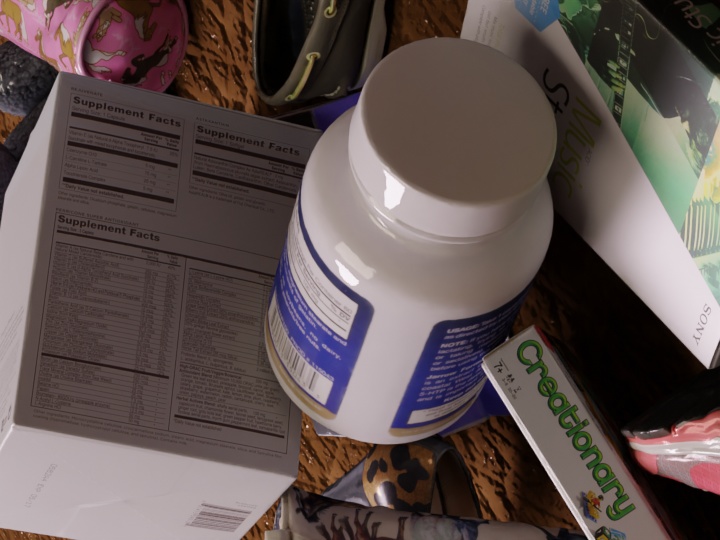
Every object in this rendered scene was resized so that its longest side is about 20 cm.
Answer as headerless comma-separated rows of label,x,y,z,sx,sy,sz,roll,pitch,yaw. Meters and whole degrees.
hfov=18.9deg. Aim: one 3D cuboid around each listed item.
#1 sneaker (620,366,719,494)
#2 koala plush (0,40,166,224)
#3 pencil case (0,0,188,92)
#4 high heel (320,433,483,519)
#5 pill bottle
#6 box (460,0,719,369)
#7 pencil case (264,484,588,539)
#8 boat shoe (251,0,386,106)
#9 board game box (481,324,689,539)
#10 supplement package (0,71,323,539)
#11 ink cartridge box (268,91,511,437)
sneaker,0.186,0.088,0.950,0.200,0.073,0.087,-11,107,63
koala plush,-0.239,-0.042,1.415,0.177,0.199,0.185,24,125,50
pencil case,-0.189,-0.171,1.369,0.200,0.082,0.087,30,132,45
high heel,0.068,0.174,1.200,0.200,0.071,0.143,45,151,0
pill bottle,0.026,-0.014,1.021,0.120,0.119,0.200,53,153,20
box,0.120,-0.072,0.971,0.200,0.036,0.145,47,148,28
pencil case,0.045,0.162,1.126,0.090,0.198,0.078,109,168,-68
boat shoe,-0.021,-0.168,1.106,0.072,0.060,0.203,47,147,33
board game box,0.131,0.123,1.043,0.201,0.034,0.126,59,-173,11
supplement package,-0.117,0.029,1.158,0.152,0.149,0.202,130,148,-59
ink cartridge box,0.000,0.000,1.229,0.200,0.043,0.200,-8,105,60
